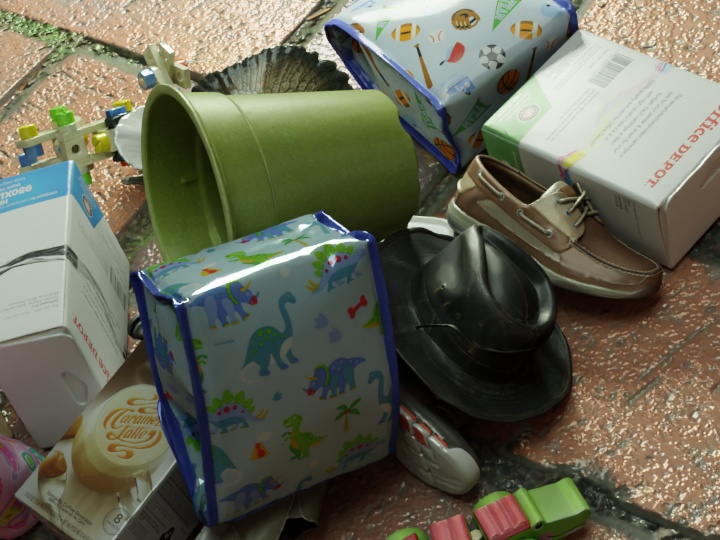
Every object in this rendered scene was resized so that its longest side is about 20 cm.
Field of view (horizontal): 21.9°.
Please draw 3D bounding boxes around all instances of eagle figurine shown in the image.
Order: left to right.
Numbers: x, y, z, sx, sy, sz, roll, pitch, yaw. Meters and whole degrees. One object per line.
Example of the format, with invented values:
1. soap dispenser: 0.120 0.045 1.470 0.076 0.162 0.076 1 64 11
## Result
1. eagle figurine: -0.108 -0.109 1.694 0.199 0.153 0.151 -20 10 30

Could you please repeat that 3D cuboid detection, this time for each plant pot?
1. plant pot: -0.058 -0.071 1.533 0.189 0.201 0.200 -14 42 -22

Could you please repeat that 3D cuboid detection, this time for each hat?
1. hat: 0.099 0.020 1.482 0.199 0.081 0.202 18 40 -16

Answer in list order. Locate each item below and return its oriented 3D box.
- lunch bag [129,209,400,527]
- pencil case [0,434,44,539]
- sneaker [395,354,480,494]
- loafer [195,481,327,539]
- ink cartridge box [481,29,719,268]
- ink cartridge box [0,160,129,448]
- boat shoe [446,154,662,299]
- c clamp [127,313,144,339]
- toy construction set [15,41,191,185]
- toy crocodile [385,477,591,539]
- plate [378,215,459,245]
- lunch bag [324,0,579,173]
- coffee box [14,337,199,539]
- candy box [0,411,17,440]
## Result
1. lunch bag: -0.065 0.077 1.399 0.169 0.202 0.127 -19 20 -20
2. pencil case: -0.330 0.148 1.497 0.087 0.200 0.088 -13 59 22
3. sneaker: 0.045 0.098 1.502 0.082 0.077 0.200 -31 47 -19
4. loafer: -0.059 0.180 1.476 0.069 0.075 0.200 36 64 6
5. ink cartridge box: 0.229 -0.108 1.614 0.199 0.084 0.145 29 63 37
6. ink cartridge box: -0.263 0.030 1.619 0.083 0.145 0.201 -14 46 8
7. boat shoe: 0.163 -0.037 1.556 0.199 0.072 0.076 25 25 22
8. c clamp: -0.138 0.071 1.620 0.170 0.027 0.200 -31 47 -9
9. toy construction set: -0.233 -0.143 1.811 0.200 0.093 0.131 -37 20 -25
10. toy crocodile: 0.077 0.208 1.397 0.199 0.062 0.068 -22 46 -2
11. plate: 0.000 0.000 1.592 0.198 0.033 0.200 4 33 23
12. lunch bag: 0.085 -0.214 1.737 0.170 0.124 0.200 -37 56 -14
13. coffee box: -0.167 0.145 1.509 0.114 0.080 0.200 27 70 35
14. candy box: -0.403 0.122 1.646 0.115 0.056 0.200 -38 48 -18
